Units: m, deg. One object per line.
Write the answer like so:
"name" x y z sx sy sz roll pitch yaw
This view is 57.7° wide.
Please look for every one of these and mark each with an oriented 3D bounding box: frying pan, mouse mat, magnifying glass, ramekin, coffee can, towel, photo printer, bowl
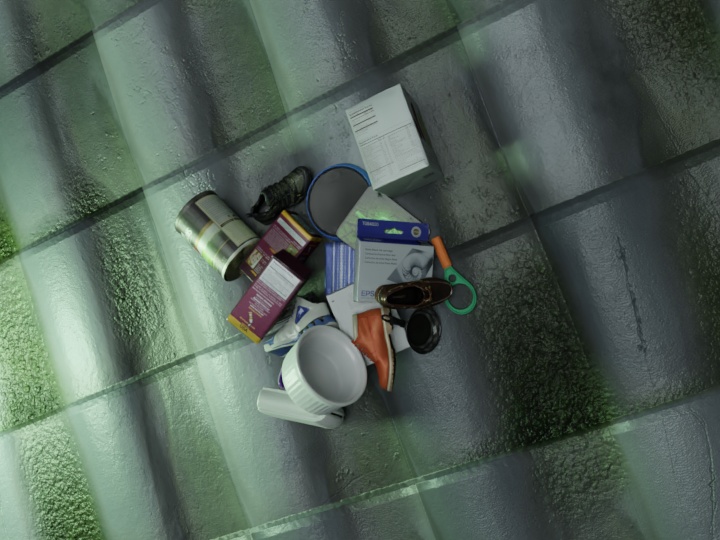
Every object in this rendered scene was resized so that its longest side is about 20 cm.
"frying pan" 0.121 0.150 1.577 0.031 0.188 0.117 0 97 55
"mouse mat" 0.056 -0.095 1.643 0.199 0.008 0.162 37 94 1
"magnifying glass" 0.224 0.012 1.613 0.079 0.022 0.202 -25 84 17
"ramekin" -0.090 0.241 1.548 0.098 0.199 0.202 -42 77 40
"coffee can" -0.374 -0.092 1.740 0.200 0.146 0.147 43 102 13
"towel" 0.000 0.000 1.684 0.197 0.024 0.147 0 91 16
"photo printer" -0.142 0.350 1.657 0.197 0.166 0.071 7 74 18
"bowl" -0.049 -0.176 1.690 0.197 0.039 0.204 0 90 18

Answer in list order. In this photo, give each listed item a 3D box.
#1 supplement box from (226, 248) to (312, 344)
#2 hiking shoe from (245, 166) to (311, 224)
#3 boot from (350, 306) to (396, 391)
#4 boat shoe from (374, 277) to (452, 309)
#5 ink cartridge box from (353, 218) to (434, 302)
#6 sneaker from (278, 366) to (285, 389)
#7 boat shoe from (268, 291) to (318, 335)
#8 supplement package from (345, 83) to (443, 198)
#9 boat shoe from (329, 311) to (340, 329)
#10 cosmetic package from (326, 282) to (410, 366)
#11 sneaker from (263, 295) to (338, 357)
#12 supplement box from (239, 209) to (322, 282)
"supplement box" -0.222 0.062 1.616 0.103 0.131 0.201 38 100 0
"hiking shoe" -0.210 -0.195 1.710 0.200 0.101 0.076 -44 78 13
"boot" 0.033 0.193 1.577 0.105 0.075 0.203 -8 84 4
"boat shoe" 0.135 0.058 1.546 0.197 0.070 0.072 -9 96 -19
"ink cartridge box" 0.082 -0.021 1.584 0.196 0.041 0.204 2 89 -18
"sneaker" -0.159 0.232 1.702 0.080 0.088 0.203 25 96 17
"boat shoe" -0.199 0.117 1.727 0.198 0.071 0.064 -26 83 8
"supplement package" 0.086 -0.301 1.566 0.145 0.191 0.203 -21 84 16
"boat shoe" -0.064 0.205 1.684 0.074 0.060 0.203 -9 87 18
"cosmetic package" 0.020 0.124 1.630 0.149 0.052 0.203 -23 92 0
"sneaker" -0.152 0.132 1.650 0.198 0.080 0.116 -28 59 17
"supplement box" -0.209 -0.045 1.718 0.110 0.086 0.201 43 102 12
